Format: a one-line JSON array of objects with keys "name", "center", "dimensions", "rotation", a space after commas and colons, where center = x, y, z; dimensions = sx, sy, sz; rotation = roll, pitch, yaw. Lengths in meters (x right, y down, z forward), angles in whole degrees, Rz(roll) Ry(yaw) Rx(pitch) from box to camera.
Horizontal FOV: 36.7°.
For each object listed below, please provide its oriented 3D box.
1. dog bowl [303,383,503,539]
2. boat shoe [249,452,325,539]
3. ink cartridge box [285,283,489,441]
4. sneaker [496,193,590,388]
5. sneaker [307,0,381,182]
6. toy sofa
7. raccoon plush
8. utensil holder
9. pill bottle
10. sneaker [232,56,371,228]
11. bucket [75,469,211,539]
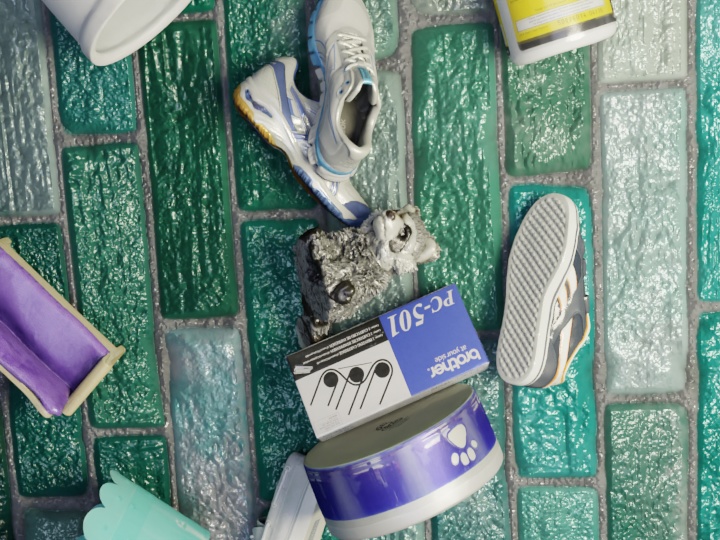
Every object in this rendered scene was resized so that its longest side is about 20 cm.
[{"name": "dog bowl", "center": [0.043, 0.194, 1.126], "dimensions": [0.198, 0.200, 0.080], "rotation": [-22, 95, 10]}, {"name": "boat shoe", "center": [-0.090, 0.301, 1.234], "dimensions": [0.068, 0.072, 0.202], "rotation": [27, 110, 23]}, {"name": "ink cartridge box", "center": [0.029, 0.098, 1.158], "dimensions": [0.198, 0.044, 0.095], "rotation": [-24, 75, 0]}, {"name": "sneaker", "center": [0.199, 0.024, 1.143], "dimensions": [0.079, 0.078, 0.203], "rotation": [15, 89, -39]}, {"name": "sneaker", "center": [-0.006, -0.196, 1.095], "dimensions": [0.074, 0.086, 0.203], "rotation": [3, 80, -25]}, {"name": "toy sofa", "center": [-0.367, 0.063, 1.207], "dimensions": [0.200, 0.098, 0.083], "rotation": [44, 103, -1]}, {"name": "raccoon plush", "center": [0.000, 0.000, 1.153], "dimensions": [0.132, 0.200, 0.098], "rotation": [-18, 75, -21]}, {"name": "utensil holder", "center": [-0.273, -0.338, 1.087], "dimensions": [0.170, 0.170, 0.200], "rotation": [-42, 91, 12]}, {"name": "pill bottle", "center": [0.174, -0.312, 1.062], "dimensions": [0.110, 0.112, 0.203], "rotation": [-16, 99, 10]}, {"name": "sneaker", "center": [-0.043, -0.134, 1.143], "dimensions": [0.088, 0.075, 0.201], "rotation": [-41, 102, -6]}, {"name": "bucket", "center": [-0.264, 0.339, 1.195], "dimensions": [0.134, 0.207, 0.209], "rotation": [29, 103, -5]}]
